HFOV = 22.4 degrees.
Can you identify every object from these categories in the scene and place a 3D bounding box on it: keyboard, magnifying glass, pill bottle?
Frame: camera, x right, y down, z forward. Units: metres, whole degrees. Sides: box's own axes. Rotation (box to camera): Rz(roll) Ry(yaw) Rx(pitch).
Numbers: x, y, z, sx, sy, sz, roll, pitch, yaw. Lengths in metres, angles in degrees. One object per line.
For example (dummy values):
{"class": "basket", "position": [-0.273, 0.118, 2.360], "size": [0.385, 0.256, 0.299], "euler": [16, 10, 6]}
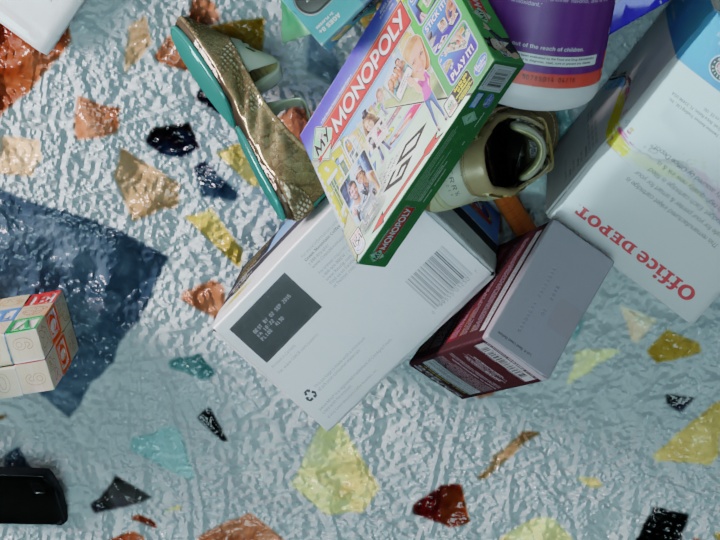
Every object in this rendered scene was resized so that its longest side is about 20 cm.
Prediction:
{"class": "keyboard", "position": [-0.366, 0.185, 1.648], "size": [0.198, 0.040, 0.105], "euler": [1, 136, 5]}
{"class": "magnifying glass", "position": [0.089, -0.099, 1.456], "size": [0.022, 0.080, 0.201], "euler": [-36, 116, 1]}
{"class": "pill bottle", "position": [0.131, -0.222, 1.289], "size": [0.111, 0.113, 0.202], "euler": [10, 113, 2]}

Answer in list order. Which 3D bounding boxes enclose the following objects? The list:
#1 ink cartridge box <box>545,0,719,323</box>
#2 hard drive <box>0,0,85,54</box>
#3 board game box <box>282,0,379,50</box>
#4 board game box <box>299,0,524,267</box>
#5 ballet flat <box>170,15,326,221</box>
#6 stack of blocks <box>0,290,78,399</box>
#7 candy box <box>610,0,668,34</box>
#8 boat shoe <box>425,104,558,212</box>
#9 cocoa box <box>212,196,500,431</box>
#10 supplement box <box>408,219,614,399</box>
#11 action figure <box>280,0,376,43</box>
{"class": "ink cartridge box", "position": [0.256, -0.098, 1.390], "size": [0.146, 0.146, 0.200], "euler": [35, 112, -9]}
{"class": "hard drive", "position": [-0.248, -0.288, 1.435], "size": [0.131, 0.026, 0.200], "euler": [35, 112, -8]}
{"class": "board game box", "position": [-0.037, -0.287, 1.322], "size": [0.151, 0.047, 0.200], "euler": [-42, 88, 5]}
{"class": "board game box", "position": [0.032, -0.120, 1.302], "size": [0.029, 0.135, 0.201], "euler": [5, 134, -35]}
{"class": "ballet flat", "position": [-0.079, -0.129, 1.438], "size": [0.065, 0.071, 0.201], "euler": [-29, 72, -9]}
{"class": "stack of blocks", "position": [-0.353, 0.079, 1.551], "size": [0.198, 0.115, 0.059], "euler": [-9, 111, 10]}
{"class": "candy box", "position": [0.131, -0.245, 1.382], "size": [0.199, 0.077, 0.170], "euler": [-29, 105, 15]}
{"class": "boat shoe", "position": [0.112, -0.087, 1.382], "size": [0.066, 0.200, 0.075], "euler": [-6, 105, 33]}
{"class": "cocoa box", "position": [0.000, 0.000, 1.468], "size": [0.133, 0.131, 0.200], "euler": [42, 111, -10]}
{"class": "supplement box", "position": [0.114, 0.035, 1.421], "size": [0.061, 0.200, 0.109], "euler": [34, 75, -9]}
{"class": "action figure", "position": [-0.045, -0.284, 1.388], "size": [0.117, 0.054, 0.202], "euler": [-9, 100, 47]}
